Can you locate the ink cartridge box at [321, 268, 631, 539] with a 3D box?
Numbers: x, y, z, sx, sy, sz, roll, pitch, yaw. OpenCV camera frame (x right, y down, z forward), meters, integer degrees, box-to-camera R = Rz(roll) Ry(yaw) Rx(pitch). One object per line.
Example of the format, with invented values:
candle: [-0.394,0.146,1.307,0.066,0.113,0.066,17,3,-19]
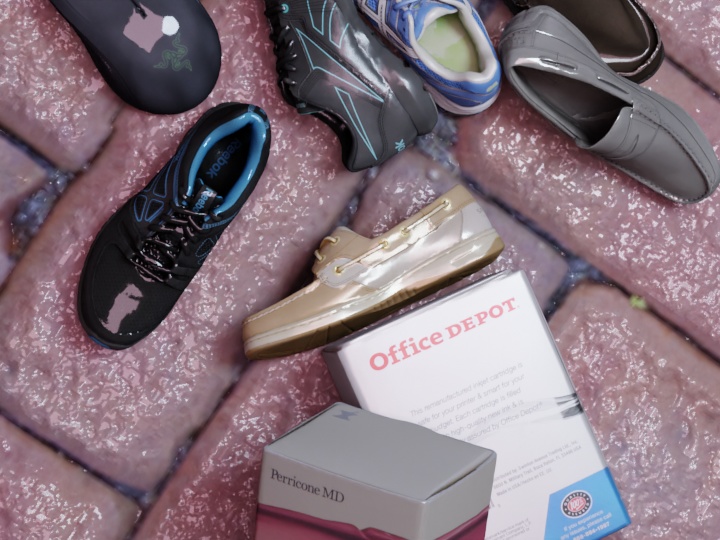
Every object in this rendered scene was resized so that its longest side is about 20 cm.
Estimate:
ink cartridge box: [0.080,0.116,1.654,0.146,0.084,0.200,-23,92,-9]

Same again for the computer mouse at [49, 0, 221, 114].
computer mouse: [-0.176,-0.193,1.633,0.138,0.053,0.200,-43,96,-10]

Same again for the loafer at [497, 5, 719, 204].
loafer: [0.176,-0.106,1.670,0.200,0.070,0.070,35,43,-17]

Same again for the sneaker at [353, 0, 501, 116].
sneaker: [0.036,-0.199,1.660,0.076,0.077,0.200,-44,94,-7]

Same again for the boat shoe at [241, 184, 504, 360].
boat shoe: [0.000,0.000,1.655,0.200,0.074,0.069,-24,81,-11]

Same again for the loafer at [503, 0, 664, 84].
loafer: [0.139,-0.206,1.681,0.200,0.071,0.073,39,82,-7]

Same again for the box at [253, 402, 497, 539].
box: [0.003,0.209,1.570,0.128,0.109,0.200,16,112,26]

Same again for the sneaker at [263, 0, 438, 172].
sneaker: [-0.031,-0.159,1.648,0.079,0.075,0.200,-40,95,-7]

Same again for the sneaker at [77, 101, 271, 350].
sneaker: [-0.130,-0.035,1.622,0.073,0.082,0.200,32,84,-10]
